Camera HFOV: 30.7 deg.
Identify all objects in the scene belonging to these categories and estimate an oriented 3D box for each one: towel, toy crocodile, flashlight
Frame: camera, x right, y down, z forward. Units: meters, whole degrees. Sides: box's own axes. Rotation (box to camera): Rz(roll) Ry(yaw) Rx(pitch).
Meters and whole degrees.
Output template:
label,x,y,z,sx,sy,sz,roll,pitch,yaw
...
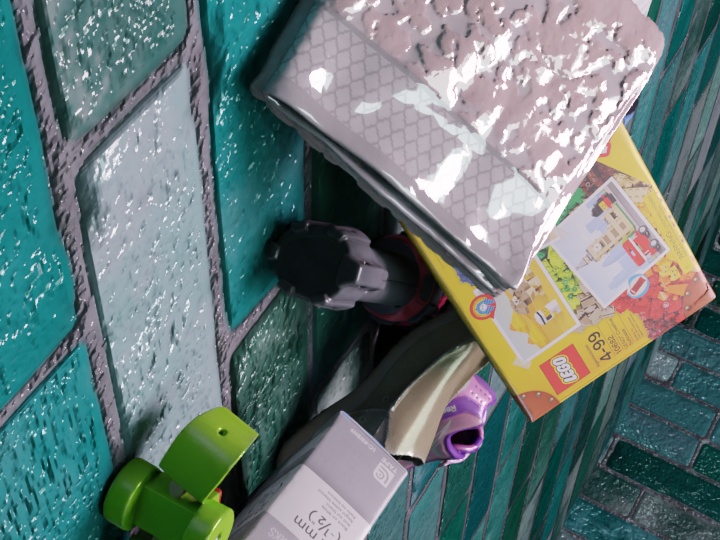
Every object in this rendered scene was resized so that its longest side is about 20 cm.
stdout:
label,x,y,z,sx,sy,sz,roll,pitch,yaw
towel,0.061,-0.115,0.719,0.199,0.032,0.192,38,76,-25
toy crocodile,-0.112,0.169,0.744,0.062,0.067,0.202,-26,137,-65
flashlight,0.000,0.000,0.861,0.067,0.068,0.200,-35,164,16

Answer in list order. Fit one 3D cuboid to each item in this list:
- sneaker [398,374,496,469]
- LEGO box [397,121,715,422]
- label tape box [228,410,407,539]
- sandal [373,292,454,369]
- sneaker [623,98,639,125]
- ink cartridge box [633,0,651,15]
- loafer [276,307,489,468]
label,x,y,z,sx,sy,sz,roll,pitch,yaw
sneaker,0.056,0.135,1.106,0.081,0.088,0.201,-58,176,-36
LEGO box,0.112,-0.030,0.845,0.148,0.201,0.077,-34,-157,2
label tape box,-0.070,0.197,0.817,0.200,0.066,0.143,-47,180,-43
sandal,0.054,0.008,0.981,0.200,0.045,0.076,-52,-141,41
sneaker,0.212,-0.131,1.296,0.200,0.066,0.079,-44,164,-48
ink cartridge box,0.166,-0.167,1.073,0.145,0.083,0.202,-42,151,-52
loafer,0.032,0.105,0.950,0.200,0.068,0.076,-41,152,7
